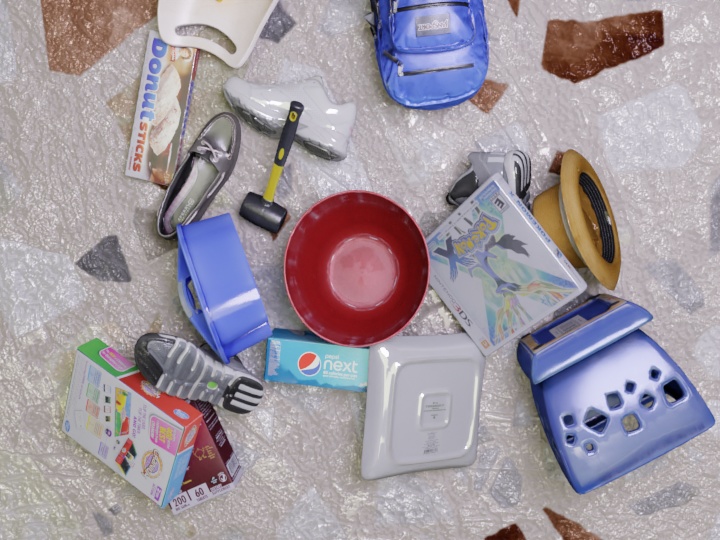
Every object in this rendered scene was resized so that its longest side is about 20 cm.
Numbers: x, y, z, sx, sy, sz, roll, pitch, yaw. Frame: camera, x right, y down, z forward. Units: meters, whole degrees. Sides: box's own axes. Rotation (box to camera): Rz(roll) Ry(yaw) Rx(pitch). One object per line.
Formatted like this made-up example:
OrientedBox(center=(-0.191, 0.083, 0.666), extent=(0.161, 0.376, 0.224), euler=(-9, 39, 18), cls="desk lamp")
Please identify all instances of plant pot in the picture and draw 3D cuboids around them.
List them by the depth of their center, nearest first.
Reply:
OrientedBox(center=(0.320, 0.147, 1.011), extent=(0.197, 0.200, 0.183), euler=(-28, 90, 6), cls="plant pot")

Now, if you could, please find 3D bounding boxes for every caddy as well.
OrientedBox(center=(-0.194, 0.024, 1.022), extent=(0.103, 0.142, 0.204), euler=(-20, 71, -9), cls="caddy")

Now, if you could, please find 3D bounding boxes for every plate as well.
OrientedBox(center=(0.098, 0.192, 1.060), extent=(0.195, 0.032, 0.206), euler=(0, 99, -28), cls="plate")

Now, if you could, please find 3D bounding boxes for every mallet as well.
OrientedBox(center=(-0.121, -0.143, 1.025), extent=(0.064, 0.041, 0.203), euler=(19, 127, 4), cls="mallet")

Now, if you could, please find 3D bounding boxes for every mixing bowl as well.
OrientedBox(center=(0.000, 0.000, 1.036), extent=(0.194, 0.108, 0.206), euler=(0, 87, 6), cls="mixing bowl")

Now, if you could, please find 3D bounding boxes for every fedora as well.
OrientedBox(center=(0.280, -0.059, 1.002), extent=(0.080, 0.200, 0.205), euler=(-16, 98, 31), cls="fedora")

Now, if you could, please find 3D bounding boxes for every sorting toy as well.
OrientedBox(center=(-0.191, -0.377, 1.008), extent=(0.195, 0.107, 0.184), euler=(20, 102, 0), cls="sorting toy")

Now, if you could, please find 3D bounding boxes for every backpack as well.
OrientedBox(center=(0.084, -0.311, 0.973), extent=(0.158, 0.168, 0.206), euler=(-4, 101, 9), cls="backpack")

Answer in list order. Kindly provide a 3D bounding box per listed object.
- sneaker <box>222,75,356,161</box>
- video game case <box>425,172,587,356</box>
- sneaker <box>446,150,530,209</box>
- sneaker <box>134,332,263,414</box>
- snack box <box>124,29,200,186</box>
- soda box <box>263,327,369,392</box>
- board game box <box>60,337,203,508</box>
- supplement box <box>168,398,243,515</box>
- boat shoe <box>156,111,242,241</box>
OrientedBox(center=(-0.093, -0.230, 1.044), extent=(0.196, 0.078, 0.101), euler=(25, 79, 1), cls="sneaker")
OrientedBox(center=(0.175, -0.001, 1.008), extent=(0.184, 0.022, 0.200), euler=(52, 137, 5), cls="video game case")
OrientedBox(center=(0.175, -0.072, 1.050), extent=(0.113, 0.075, 0.205), euler=(11, 117, 29), cls="sneaker")
OrientedBox(center=(-0.234, 0.129, 1.062), extent=(0.198, 0.115, 0.076), euler=(33, 96, -30), cls="sneaker")
OrientedBox(center=(-0.279, -0.227, 1.067), extent=(0.070, 0.024, 0.205), euler=(12, 98, 0), cls="snack box")
OrientedBox(center=(-0.036, 0.130, 1.083), extent=(0.194, 0.068, 0.066), euler=(7, 97, 1), cls="soda box")
OrientedBox(center=(-0.323, 0.212, 1.054), extent=(0.197, 0.040, 0.156), euler=(31, 118, 15), cls="board game box")
OrientedBox(center=(-0.264, 0.240, 1.111), extent=(0.107, 0.061, 0.204), euler=(-24, 95, 7), cls="supplement box")
OrientedBox(center=(-0.226, -0.129, 1.062), extent=(0.066, 0.057, 0.203), euler=(30, 98, -2), cls="boat shoe")
